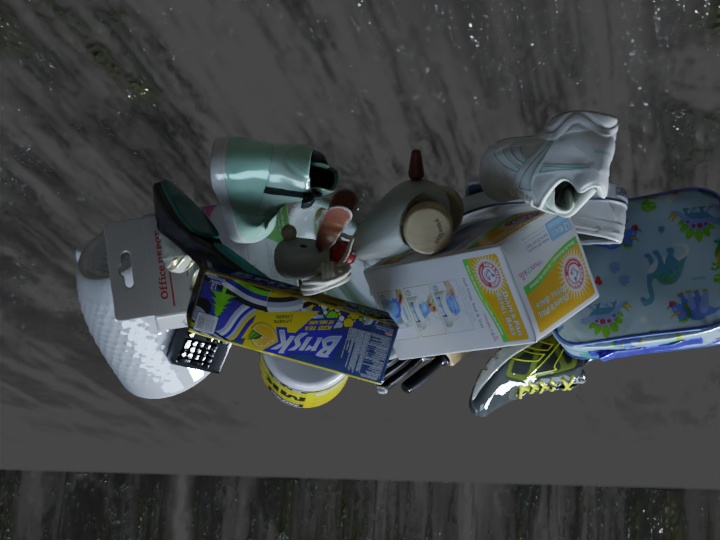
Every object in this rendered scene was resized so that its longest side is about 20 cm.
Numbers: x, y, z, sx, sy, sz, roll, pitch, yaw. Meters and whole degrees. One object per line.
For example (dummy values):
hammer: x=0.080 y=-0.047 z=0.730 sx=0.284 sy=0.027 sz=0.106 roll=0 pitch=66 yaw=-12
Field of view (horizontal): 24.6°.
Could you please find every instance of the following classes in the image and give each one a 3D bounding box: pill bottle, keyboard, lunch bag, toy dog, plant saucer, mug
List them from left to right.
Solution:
mug: x=-0.270 y=0.029 z=1.953 sx=0.199 sy=0.148 sz=0.176 roll=29 pitch=154 yaw=43
keyboard: x=-0.140 y=0.033 z=1.876 sx=0.103 sy=0.201 sz=0.040 roll=10 pitch=-156 yaw=-34
pill bottle: x=-0.064 y=0.101 z=1.966 sx=0.113 sy=0.115 sz=0.200 roll=4 pitch=166 yaw=-3
plant saucer: x=0.000 y=0.000 z=1.796 sx=0.050 sy=0.201 sz=0.200 roll=-32 pitch=-179 yaw=-27
toy dog: x=0.007 y=-0.056 z=1.631 sx=0.198 sy=0.097 sz=0.132 roll=-19 pitch=-168 yaw=-9
lunch bag: x=0.288 y=0.009 z=1.698 sx=0.198 sy=0.162 sz=0.082 roll=-10 pitch=161 yaw=17

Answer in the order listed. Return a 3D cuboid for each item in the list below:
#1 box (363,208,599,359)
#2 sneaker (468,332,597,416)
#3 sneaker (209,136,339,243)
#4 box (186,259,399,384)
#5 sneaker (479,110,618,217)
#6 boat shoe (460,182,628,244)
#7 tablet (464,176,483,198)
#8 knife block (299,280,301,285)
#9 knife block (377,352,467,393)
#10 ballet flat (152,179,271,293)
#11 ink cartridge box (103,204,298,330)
box: x=0.119 y=0.013 z=1.638 sx=0.112 sy=0.102 sz=0.199 roll=-31 pitch=-167 yaw=-39
sneaker: x=0.213 y=0.110 z=1.905 sx=0.199 sy=0.085 sz=0.075 roll=-38 pitch=161 yaw=-9
sneaker: x=-0.077 y=-0.072 z=1.663 sx=0.117 sy=0.074 sz=0.201 roll=5 pitch=163 yaw=8
box: x=-0.068 y=0.050 z=1.618 sx=0.198 sy=0.065 sz=0.070 roll=17 pitch=-173 yaw=-10
sneaker: x=0.170 y=-0.088 z=1.556 sx=0.070 sy=0.081 sz=0.200 roll=8 pitch=165 yaw=-24
boat shoe: x=0.175 y=-0.046 z=1.677 sx=0.199 sy=0.066 sz=0.073 roll=-7 pitch=161 yaw=35
tablet: x=0.174 y=-0.063 z=1.763 sx=0.129 sy=0.014 sz=0.200 roll=3 pitch=163 yaw=3
knife block: x=-0.086 y=0.030 z=2.055 sx=0.199 sy=0.065 sz=0.175 roll=-12 pitch=158 yaw=43
knife block: x=0.101 y=0.070 z=1.912 sx=0.199 sy=0.177 sz=0.064 roll=15 pitch=-179 yaw=-39
ballet flat: x=-0.165 y=-0.013 z=1.705 sx=0.200 sy=0.073 sz=0.073 roll=43 pitch=-176 yaw=28
ink cartridge box: x=-0.171 y=-0.004 z=1.783 sx=0.198 sy=0.118 sz=0.067 roll=-8 pitch=167 yaw=-6
